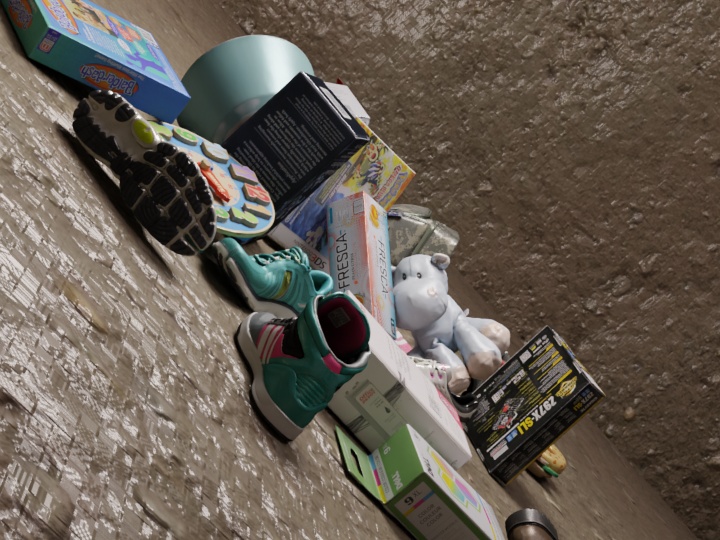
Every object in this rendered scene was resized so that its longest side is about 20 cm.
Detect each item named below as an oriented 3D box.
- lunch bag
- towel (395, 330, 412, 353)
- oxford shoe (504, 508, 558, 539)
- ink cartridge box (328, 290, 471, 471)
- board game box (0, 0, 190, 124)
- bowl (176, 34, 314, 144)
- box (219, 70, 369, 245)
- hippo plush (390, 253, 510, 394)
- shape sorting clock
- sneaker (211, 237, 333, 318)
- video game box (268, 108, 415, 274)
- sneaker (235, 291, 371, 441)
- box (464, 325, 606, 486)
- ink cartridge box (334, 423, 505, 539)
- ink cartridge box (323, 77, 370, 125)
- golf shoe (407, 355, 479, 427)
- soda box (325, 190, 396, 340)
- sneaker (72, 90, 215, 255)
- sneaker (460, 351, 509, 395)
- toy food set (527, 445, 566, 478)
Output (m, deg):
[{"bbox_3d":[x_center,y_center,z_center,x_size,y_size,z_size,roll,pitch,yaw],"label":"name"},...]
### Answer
[{"bbox_3d":[0.097,-0.059,2.673,0.167,0.140,0.200,32,7,1],"label":"lunch bag"},{"bbox_3d":[0.040,0.095,1.978,0.201,0.030,0.146,52,9,17],"label":"towel"},{"bbox_3d":[0.242,0.381,1.653,0.200,0.072,0.085,43,26,-30],"label":"oxford shoe"},{"bbox_3d":[0.024,0.136,1.497,0.200,0.083,0.147,48,8,-12],"label":"ink cartridge box"},{"bbox_3d":[-0.302,-0.257,1.536,0.199,0.045,0.153,24,23,-42],"label":"board game box"},{"bbox_3d":[-0.139,-0.200,1.804,0.201,0.200,0.106,40,19,-48],"label":"bowl"},{"bbox_3d":[-0.100,-0.137,1.671,0.107,0.200,0.148,49,9,1],"label":"box"},{"bbox_3d":[0.114,0.055,1.842,0.201,0.157,0.162,-72,150,-54],"label":"hippo plush"},{"bbox_3d":[-0.181,-0.106,1.510,0.199,0.039,0.201,33,22,-15],"label":"shape sorting clock"},{"bbox_3d":[-0.096,0.001,1.483,0.078,0.080,0.200,53,9,29],"label":"sneaker"},{"bbox_3d":[-0.033,-0.101,1.870,0.047,0.201,0.182,36,0,35],"label":"video game box"},{"bbox_3d":[-0.051,0.065,1.279,0.084,0.121,0.200,44,9,-26],"label":"sneaker"},{"bbox_3d":[0.248,0.198,2.011,0.049,0.200,0.160,41,10,-34],"label":"box"},{"bbox_3d":[0.065,0.226,1.380,0.200,0.059,0.104,46,8,-21],"label":"ink cartridge box"},{"bbox_3d":[-0.067,-0.168,1.984,0.083,0.202,0.176,6,25,-19],"label":"ink cartridge box"},{"bbox_3d":[0.066,0.135,1.707,0.200,0.092,0.073,43,11,-29],"label":"golf shoe"},{"bbox_3d":[0.000,0.000,1.790,0.068,0.063,0.202,39,40,-49],"label":"soda box"},{"bbox_3d":[-0.203,-0.097,1.341,0.201,0.077,0.080,52,0,18],"label":"sneaker"},{"bbox_3d":[0.214,0.224,2.189,0.071,0.097,0.203,-177,-111,-84],"label":"sneaker"},{"bbox_3d":[0.275,0.279,2.336,0.201,0.049,0.198,52,8,13],"label":"toy food set"}]
